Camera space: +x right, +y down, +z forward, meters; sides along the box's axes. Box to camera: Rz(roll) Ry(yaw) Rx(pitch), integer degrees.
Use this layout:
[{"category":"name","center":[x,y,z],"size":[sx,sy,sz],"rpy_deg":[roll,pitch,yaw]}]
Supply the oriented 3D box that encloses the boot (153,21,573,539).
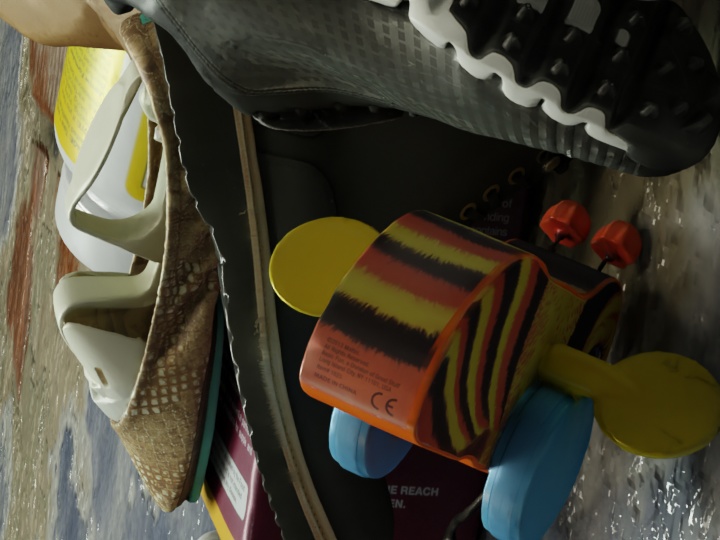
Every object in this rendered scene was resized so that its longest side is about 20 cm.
[{"category":"boot","center":[0.022,-0.004,0.791],"size":[0.077,0.138,0.201],"rpy_deg":[-115,12,-74]}]

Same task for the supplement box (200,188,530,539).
[{"category":"supplement box","center":[0.000,0.000,0.890],"size":[0.110,0.085,0.201],"rpy_deg":[-130,46,-69]}]

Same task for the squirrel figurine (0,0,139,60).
[{"category":"squirrel figurine","center":[-0.045,-0.165,0.999],"size":[0.200,0.186,0.142],"rpy_deg":[39,148,28]}]

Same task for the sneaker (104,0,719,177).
[{"category":"sneaker","center":[0.006,-0.072,0.717],"size":[0.091,0.199,0.067],"rpy_deg":[112,-176,-54]}]

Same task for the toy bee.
[{"category":"toy bee","center":[0.036,0.019,0.720],"size":[0.109,0.130,0.200],"rpy_deg":[-63,0,-13]}]

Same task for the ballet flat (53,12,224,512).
[{"category":"ballet flat","center":[-0.073,-0.006,0.870],"size":[0.071,0.065,0.201],"rpy_deg":[-113,31,-60]}]

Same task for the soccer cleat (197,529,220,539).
[{"category":"soccer cleat","center":[-0.019,0.147,0.970],"size":[0.200,0.068,0.086],"rpy_deg":[-118,44,-58]}]

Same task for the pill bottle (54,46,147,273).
[{"category":"pill bottle","center":[-0.079,-0.093,1.156],"size":[0.115,0.114,0.201],"rpy_deg":[-102,23,-46]}]
